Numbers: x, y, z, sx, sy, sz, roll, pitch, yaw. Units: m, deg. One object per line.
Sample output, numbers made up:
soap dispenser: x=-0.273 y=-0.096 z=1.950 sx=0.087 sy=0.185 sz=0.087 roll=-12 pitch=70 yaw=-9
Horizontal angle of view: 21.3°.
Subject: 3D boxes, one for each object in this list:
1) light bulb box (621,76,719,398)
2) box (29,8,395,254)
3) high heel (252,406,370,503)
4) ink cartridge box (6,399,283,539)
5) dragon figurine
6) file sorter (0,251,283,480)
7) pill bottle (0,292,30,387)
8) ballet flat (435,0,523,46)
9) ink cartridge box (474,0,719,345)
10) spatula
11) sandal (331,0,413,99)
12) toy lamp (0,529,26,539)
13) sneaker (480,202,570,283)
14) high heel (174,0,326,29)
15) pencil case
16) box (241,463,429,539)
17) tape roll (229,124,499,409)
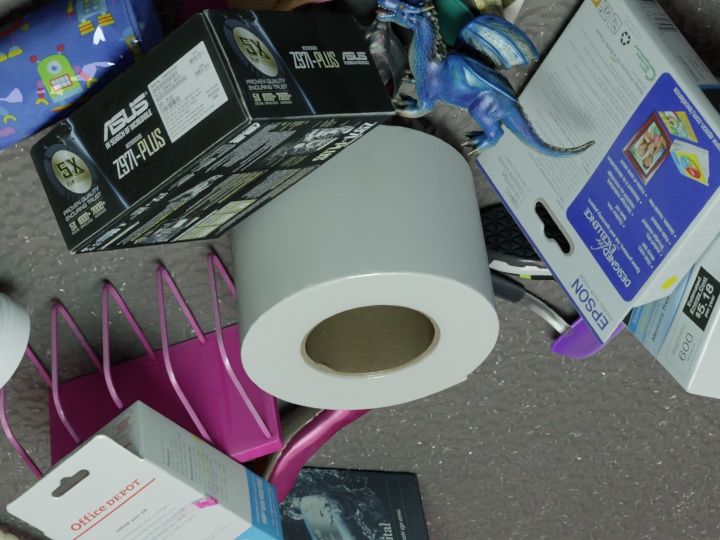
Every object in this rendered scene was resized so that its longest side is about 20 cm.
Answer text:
light bulb box: x=0.292 y=-0.026 z=1.462 sx=0.124 sy=0.200 sz=0.199 roll=12 pitch=109 yaw=-22
box: x=-0.105 y=-0.098 z=1.351 sx=0.200 sy=0.086 sz=0.163 roll=-33 pitch=165 yaw=36
high heel: x=-0.029 y=0.150 z=1.690 sx=0.096 sy=0.068 sz=0.201 roll=19 pitch=116 yaw=-16
ink cartridge box: x=-0.171 y=0.180 z=1.510 sx=0.115 sy=0.068 sz=0.200 roll=-37 pitch=128 yaw=22
dragon figurine: x=0.086 y=-0.138 z=1.345 sx=0.199 sy=0.059 sz=0.100 roll=29 pitch=142 yaw=-4
file sorter: x=-0.183 y=0.088 z=1.563 sx=0.199 sy=0.139 sz=0.126 roll=-19 pitch=135 yaw=8
pill bottle: x=-0.359 y=0.022 z=1.475 sx=0.112 sy=0.113 sz=0.200 roll=-38 pitch=131 yaw=25
ballet flat: x=0.085 y=-0.211 z=1.368 sx=0.070 sy=0.071 sz=0.200 roll=-13 pitch=137 yaw=1
ink cartridge box: x=0.192 y=-0.083 z=1.425 sx=0.047 sy=0.198 sz=0.200 roll=-7 pitch=143 yaw=-37
spatula: x=0.151 y=0.032 z=1.661 sx=0.199 sy=0.021 sz=0.057 roll=27 pitch=119 yaw=-32
sandal: x=0.005 y=-0.145 z=1.421 sx=0.075 sy=0.048 sz=0.201 roll=6 pitch=137 yaw=-14
toy lamp: x=-0.293 y=0.275 z=1.794 sx=0.058 sy=0.058 sz=0.200 roll=-37 pitch=129 yaw=25
sneaker: x=0.179 y=-0.002 z=1.596 sx=0.199 sy=0.072 sz=0.083 roll=3 pitch=136 yaw=-15
high heel: x=-0.046 y=-0.195 z=1.328 sx=0.199 sy=0.096 sz=0.067 roll=-27 pitch=135 yaw=16
pencil case: x=-0.229 y=-0.137 z=1.360 sx=0.199 sy=0.078 sz=0.087 roll=-24 pitch=107 yaw=13
box: x=-0.039 y=0.292 z=1.763 sx=0.199 sy=0.197 sz=0.118 roll=5 pitch=134 yaw=-17
tape roll: x=0.000 y=0.000 z=1.488 sx=0.202 sy=0.140 sz=0.203 roll=-6 pitch=148 yaw=-4
